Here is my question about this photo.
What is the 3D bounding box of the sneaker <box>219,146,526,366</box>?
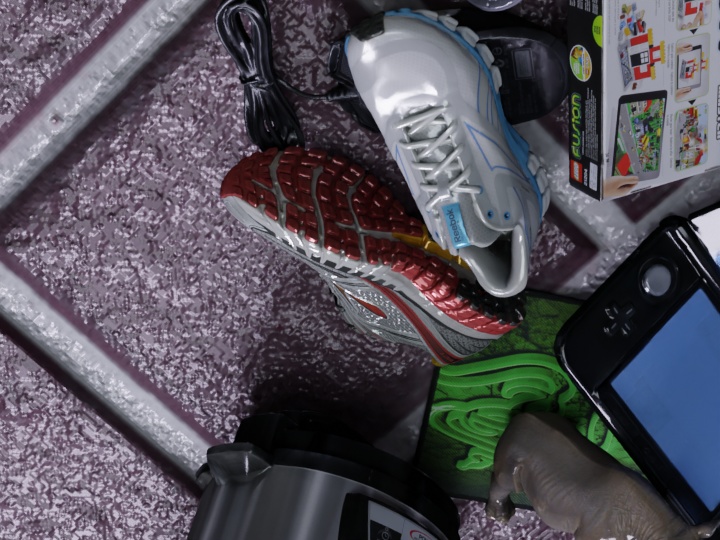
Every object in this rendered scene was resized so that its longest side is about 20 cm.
[{"bbox_3d":[0.000,0.000,0.963,0.199,0.078,0.082,31,131,-16],"label":"sneaker"}]

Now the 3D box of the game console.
[{"bbox_3d":[0.248,0.063,0.961,0.176,0.116,0.200,-44,107,-13],"label":"game console"}]

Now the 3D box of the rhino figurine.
[{"bbox_3d":[0.155,0.154,0.989,0.059,0.199,0.088,-25,128,-31],"label":"rhino figurine"}]

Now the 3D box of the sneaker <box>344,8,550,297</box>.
[{"bbox_3d":[0.054,-0.060,0.895,0.074,0.087,0.200,-17,135,26],"label":"sneaker"}]

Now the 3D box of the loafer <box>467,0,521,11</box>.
[{"bbox_3d":[0.044,-0.238,0.870,0.071,0.063,0.201,-23,98,33],"label":"loafer"}]

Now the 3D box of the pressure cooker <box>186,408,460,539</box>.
[{"bbox_3d":[-0.030,0.190,0.997,0.177,0.201,0.177,15,147,4],"label":"pressure cooker"}]

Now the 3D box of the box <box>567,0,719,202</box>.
[{"bbox_3d":[0.168,-0.147,0.893,0.109,0.035,0.202,-16,117,-25],"label":"box"}]

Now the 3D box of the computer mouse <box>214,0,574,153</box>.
[{"bbox_3d":[0.017,-0.136,0.911,0.198,0.046,0.141,-9,137,14],"label":"computer mouse"}]

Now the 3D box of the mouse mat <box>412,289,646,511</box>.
[{"bbox_3d":[0.142,0.093,1.048,0.198,0.008,0.162,10,115,-3],"label":"mouse mat"}]
